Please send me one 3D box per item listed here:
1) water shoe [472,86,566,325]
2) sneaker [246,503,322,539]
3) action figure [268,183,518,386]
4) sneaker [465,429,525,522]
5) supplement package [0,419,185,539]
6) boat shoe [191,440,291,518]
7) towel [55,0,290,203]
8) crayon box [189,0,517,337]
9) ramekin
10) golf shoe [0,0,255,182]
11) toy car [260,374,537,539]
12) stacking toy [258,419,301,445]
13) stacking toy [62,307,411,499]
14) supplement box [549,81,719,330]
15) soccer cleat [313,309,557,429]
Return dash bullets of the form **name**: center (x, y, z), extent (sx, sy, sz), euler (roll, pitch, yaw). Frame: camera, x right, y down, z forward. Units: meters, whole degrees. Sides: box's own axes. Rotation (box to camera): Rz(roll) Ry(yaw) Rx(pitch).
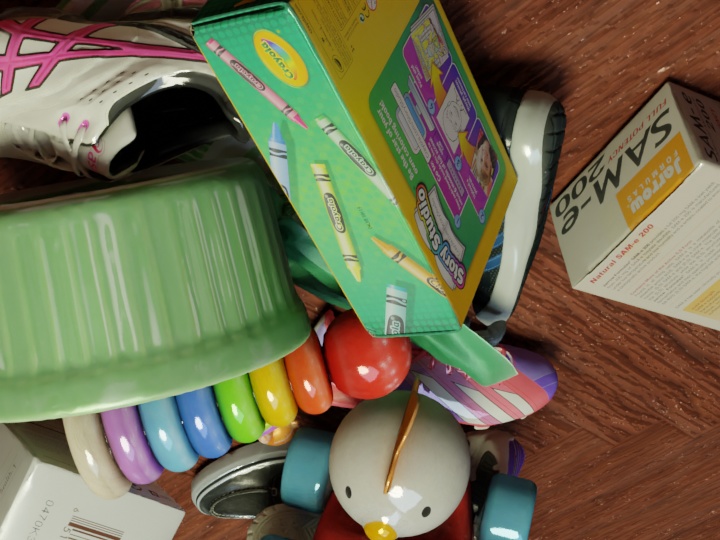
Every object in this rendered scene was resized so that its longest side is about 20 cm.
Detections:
- **water shoe**: center (0.077, -0.044, 0.767), extent (0.078, 0.072, 0.201), euler (18, 143, 11)
- **sneaker**: center (0.010, 0.250, 0.949), extent (0.199, 0.077, 0.112), euler (11, 140, 11)
- **action figure**: center (0.000, 0.000, 0.755), extent (0.200, 0.055, 0.118), euler (33, 165, -28)
- **sneaker**: center (0.085, 0.223, 0.984), extent (0.083, 0.080, 0.201), euler (6, 110, -54)
- **supplement package**: center (-0.227, 0.153, 0.811), extent (0.117, 0.200, 0.117), euler (28, 87, -37)
- **boat shoe**: center (-0.041, 0.179, 0.998), extent (0.199, 0.071, 0.072), euler (-12, 141, 3)
- **towel**: center (-0.070, -0.109, 0.678), extent (0.199, 0.023, 0.152), euler (27, 128, -36)
- **crayon box**: center (0.007, -0.078, 0.611), extent (0.058, 0.119, 0.201), euler (-5, 131, 32)
- **ramekin**: center (-0.131, 0.002, 0.644), extent (0.199, 0.200, 0.098), euler (-9, 99, 1)
- **golf shoe**: center (-0.141, -0.084, 0.604), extent (0.199, 0.092, 0.073), euler (-12, 138, 8)
- **toy car**: center (0.021, 0.158, 0.820), extent (0.183, 0.178, 0.201), euler (12, 145, 11)
- **stacking toy**: center (-0.083, 0.081, 0.860), extent (0.115, 0.110, 0.200), euler (-1, 154, 15)
- **stacking toy**: center (-0.067, 0.067, 0.711), extent (0.199, 0.086, 0.086), euler (-16, 141, 1)
- **supplement box**: center (0.242, -0.029, 0.794), extent (0.199, 0.074, 0.126), euler (16, 136, -27)
- **soccer cleat**: center (0.055, 0.068, 0.889), extent (0.199, 0.067, 0.077), euler (5, 135, -12)
